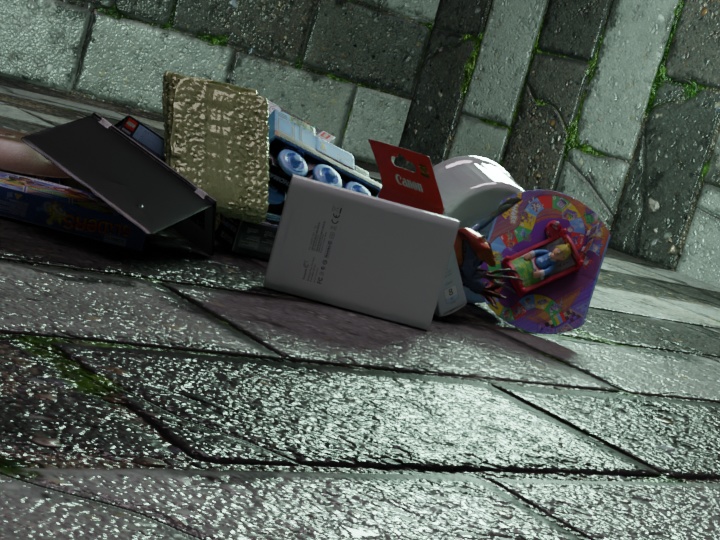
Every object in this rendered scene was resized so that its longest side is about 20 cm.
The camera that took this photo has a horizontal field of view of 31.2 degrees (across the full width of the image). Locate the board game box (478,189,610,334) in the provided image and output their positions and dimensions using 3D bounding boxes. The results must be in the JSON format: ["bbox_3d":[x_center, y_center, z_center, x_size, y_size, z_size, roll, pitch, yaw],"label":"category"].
[{"bbox_3d":[0.245,-0.019,1.713,0.157,0.201,0.039,20,-16,2],"label":"board game box"}]

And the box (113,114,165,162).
[{"bbox_3d":[-0.285,-0.138,1.718,0.136,0.038,0.200,34,-16,-19],"label":"box"}]

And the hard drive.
[{"bbox_3d":[0.001,-0.020,1.482,0.199,0.133,0.026,15,8,-8],"label":"hard drive"}]

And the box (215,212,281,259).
[{"bbox_3d":[-0.098,-0.043,1.752,0.199,0.046,0.159,13,8,-24],"label":"box"}]

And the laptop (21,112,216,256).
[{"bbox_3d":[-0.273,-0.082,1.487,0.187,0.116,0.200,36,-26,12],"label":"laptop"}]

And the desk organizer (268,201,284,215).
[{"bbox_3d":[-0.090,-0.086,1.876,0.199,0.077,0.072,13,38,-25],"label":"desk organizer"}]

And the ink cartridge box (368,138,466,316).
[{"bbox_3d":[0.055,-0.055,1.621,0.047,0.201,0.160,-25,24,-21],"label":"ink cartridge box"}]

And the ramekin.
[{"bbox_3d":[0.159,-0.051,1.811,0.200,0.201,0.098,12,17,-27],"label":"ramekin"}]

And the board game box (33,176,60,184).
[{"bbox_3d":[-0.498,-0.155,1.774,0.199,0.035,0.136,16,8,-3],"label":"board game box"}]

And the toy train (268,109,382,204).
[{"bbox_3d":[-0.062,-0.131,1.754,0.199,0.087,0.115,24,43,-26],"label":"toy train"}]

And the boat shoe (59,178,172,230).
[{"bbox_3d":[-0.300,-0.096,1.668,0.200,0.072,0.066,21,0,25],"label":"boat shoe"}]

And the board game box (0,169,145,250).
[{"bbox_3d":[-0.352,-0.075,1.507,0.199,0.035,0.135,15,8,-15],"label":"board game box"}]

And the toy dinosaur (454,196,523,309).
[{"bbox_3d":[0.133,-0.003,1.623,0.199,0.105,0.181,-27,-24,16],"label":"toy dinosaur"}]

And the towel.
[{"bbox_3d":[-0.184,-0.157,1.641,0.148,0.201,0.036,9,-28,-28],"label":"towel"}]

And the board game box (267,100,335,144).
[{"bbox_3d":[-0.139,-0.166,1.833,0.126,0.035,0.200,29,40,14],"label":"board game box"}]

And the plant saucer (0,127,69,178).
[{"bbox_3d":[-0.455,-0.156,1.609,0.199,0.037,0.200,13,7,-2],"label":"plant saucer"}]
